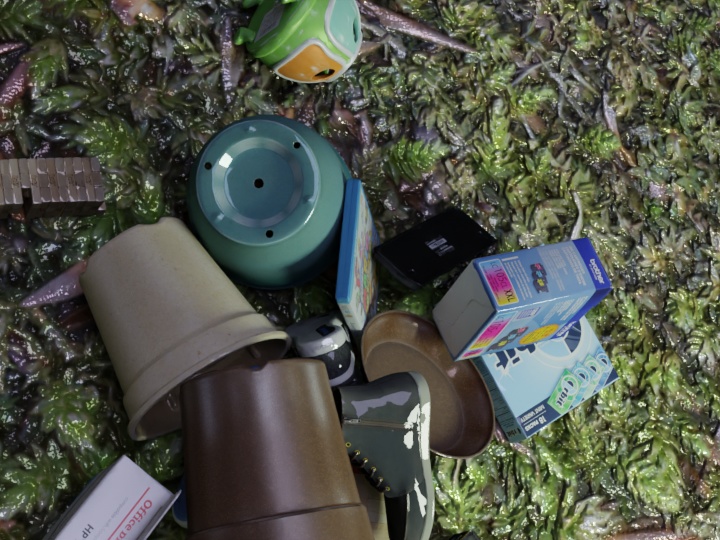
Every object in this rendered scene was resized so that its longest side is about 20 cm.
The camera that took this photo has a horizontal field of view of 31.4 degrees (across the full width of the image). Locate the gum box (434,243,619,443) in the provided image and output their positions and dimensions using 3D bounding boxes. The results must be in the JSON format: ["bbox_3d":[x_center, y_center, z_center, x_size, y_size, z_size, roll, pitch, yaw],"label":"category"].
[{"bbox_3d":[0.213,0.090,1.627,0.169,0.045,0.201,-27,86,-29],"label":"gum box"}]

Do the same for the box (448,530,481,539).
[{"bbox_3d":[0.103,0.424,1.472,0.200,0.049,0.160,-37,89,-28],"label":"box"}]

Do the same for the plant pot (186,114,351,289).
[{"bbox_3d":[-0.104,-0.084,1.421,0.198,0.188,0.202,0,86,0],"label":"plant pot"}]

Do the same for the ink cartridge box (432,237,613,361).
[{"bbox_3d":[0.205,0.032,1.534,0.199,0.137,0.077,-12,66,-27],"label":"ink cartridge box"}]

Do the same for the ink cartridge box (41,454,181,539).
[{"bbox_3d":[-0.258,0.255,1.278,0.068,0.200,0.116,41,62,-7],"label":"ink cartridge box"}]

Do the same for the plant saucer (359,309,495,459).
[{"bbox_3d":[0.071,0.139,1.490,0.200,0.037,0.201,28,38,-24],"label":"plant saucer"}]

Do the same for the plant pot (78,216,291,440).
[{"bbox_3d":[-0.206,0.052,1.386,0.200,0.201,0.184,-26,74,-28],"label":"plant pot"}]

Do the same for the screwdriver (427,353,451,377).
[{"bbox_3d":[0.038,0.157,1.539,0.199,0.028,0.029,-33,58,-28],"label":"screwdriver"}]

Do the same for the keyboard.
[{"bbox_3d":[0.098,-0.012,1.585,0.104,0.040,0.200,42,38,17],"label":"keyboard"}]

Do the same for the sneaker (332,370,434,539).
[{"bbox_3d":[0.016,0.210,1.354,0.105,0.075,0.202,-5,96,-24],"label":"sneaker"}]

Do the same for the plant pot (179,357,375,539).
[{"bbox_3d":[-0.091,0.198,1.260,0.199,0.200,0.200,-4,77,-25],"label":"plant pot"}]

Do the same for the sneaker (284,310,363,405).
[{"bbox_3d":[-0.037,0.114,1.447,0.073,0.200,0.113,-18,97,0],"label":"sneaker"}]

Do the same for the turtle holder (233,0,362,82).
[{"bbox_3d":[-0.069,-0.314,1.595,0.131,0.141,0.186,35,22,-26],"label":"turtle holder"}]

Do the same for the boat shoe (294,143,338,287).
[{"bbox_3d":[-0.058,-0.073,1.545,0.072,0.068,0.201,-31,88,-29],"label":"boat shoe"}]

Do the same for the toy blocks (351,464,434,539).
[{"bbox_3d":[-0.001,0.256,1.430,0.136,0.100,0.202,14,71,-35],"label":"toy blocks"}]

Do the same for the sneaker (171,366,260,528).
[{"bbox_3d":[-0.148,0.187,1.390,0.075,0.077,0.201,28,82,31],"label":"sneaker"}]

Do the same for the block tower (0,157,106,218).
[{"bbox_3d":[-0.380,-0.090,1.416,0.199,0.058,0.054,-4,76,-26],"label":"block tower"}]

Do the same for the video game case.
[{"bbox_3d":[0.000,0.000,1.485,0.018,0.200,0.144,2,70,10],"label":"video game case"}]
